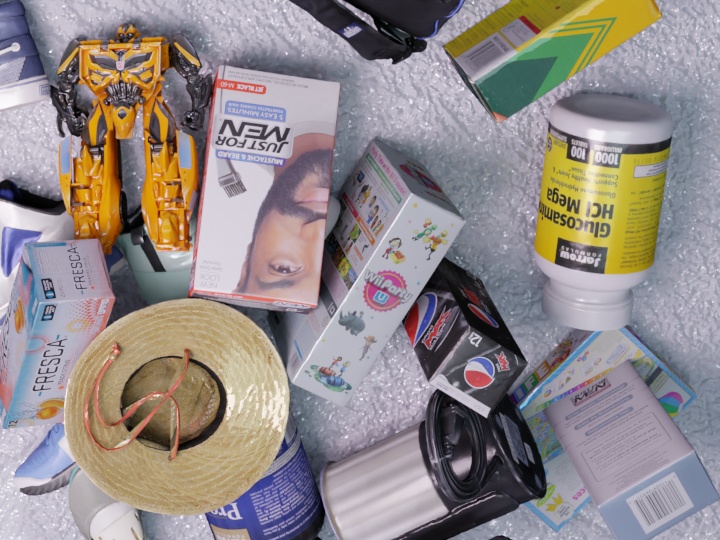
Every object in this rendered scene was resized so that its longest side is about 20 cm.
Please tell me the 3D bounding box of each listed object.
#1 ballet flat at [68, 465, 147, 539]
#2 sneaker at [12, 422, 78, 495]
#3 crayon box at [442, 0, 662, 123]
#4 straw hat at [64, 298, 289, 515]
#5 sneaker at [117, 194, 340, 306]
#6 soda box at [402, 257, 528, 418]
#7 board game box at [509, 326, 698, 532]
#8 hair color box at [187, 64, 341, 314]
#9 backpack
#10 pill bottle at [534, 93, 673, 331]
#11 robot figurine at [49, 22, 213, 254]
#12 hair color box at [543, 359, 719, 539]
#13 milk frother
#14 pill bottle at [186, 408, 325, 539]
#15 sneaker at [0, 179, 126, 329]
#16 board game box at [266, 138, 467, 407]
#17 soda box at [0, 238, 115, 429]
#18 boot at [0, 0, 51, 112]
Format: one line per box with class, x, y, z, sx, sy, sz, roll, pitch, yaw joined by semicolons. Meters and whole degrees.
ballet flat;-0.225;0.253;1.505;0.067;0.064;0.201;-29;141;-21
sneaker;-0.251;0.130;1.494;0.200;0.076;0.077;-41;105;-3
crayon box;0.177;-0.217;1.392;0.199;0.127;0.051;-33;112;5
straw hat;-0.170;0.113;1.403;0.200;0.085;0.202;-2;95;-22
sneaker;-0.123;-0.043;1.437;0.200;0.074;0.119;-28;118;5
soda box;0.085;0.051;1.439;0.071;0.200;0.063;32;103;-18
board game box;0.217;0.148;1.585;0.134;0.034;0.200;41;100;-20
hair color box;-0.084;-0.069;1.392;0.110;0.064;0.201;7;80;-9
backpack;0.007;-0.287;1.313;0.190;0.200;0.155;22;75;-8
pill bottle;0.219;-0.053;1.467;0.112;0.113;0.201;1;110;-9
robot figurine;-0.198;-0.115;1.376;0.144;0.058;0.201;-3;88;3
hair color box;0.245;0.167;1.469;0.099;0.200;0.061;-31;112;4
milk frother;0.049;0.188;1.468;0.187;0.181;0.200;-28;124;17
pill bottle;-0.098;0.208;1.518;0.111;0.112;0.201;-18;112;-1
sneaker;-0.321;-0.015;1.427;0.199;0.081;0.116;-25;101;5
board game box;0.000;0.000;1.433;0.064;0.148;0.201;26;105;-22
soda box;-0.268;0.057;1.379;0.068;0.064;0.200;-4;145;-26
boot;-0.371;-0.167;1.369;0.199;0.073;0.091;-15;96;-3
